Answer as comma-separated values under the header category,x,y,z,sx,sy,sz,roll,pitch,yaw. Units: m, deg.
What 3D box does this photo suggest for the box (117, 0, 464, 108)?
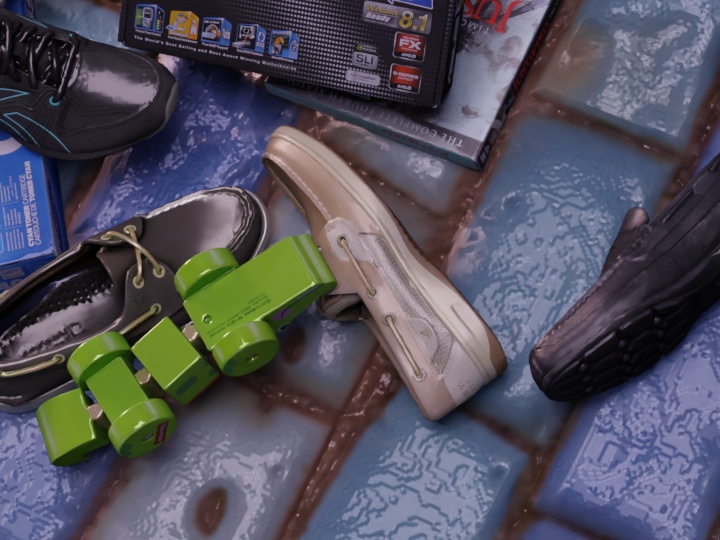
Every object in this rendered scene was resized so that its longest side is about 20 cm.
category,x,y,z,sx,sy,sz,roll,pitch,yaw
box,-0.035,-0.192,1.723,0.200,0.044,0.160,12,115,8

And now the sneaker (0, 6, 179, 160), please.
category,x,y,z,sx,sy,sz,roll,pitch,yaw
sneaker,-0.208,-0.116,1.742,0.200,0.079,0.075,8,70,10

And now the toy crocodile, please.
category,x,y,z,sx,sy,sz,roll,pitch,yaw
toy crocodile,-0.102,0.049,1.702,0.200,0.062,0.068,-37,66,4

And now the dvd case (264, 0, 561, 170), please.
category,x,y,z,sx,sy,sz,roll,pitch,yaw
dvd case,0.048,-0.172,1.795,0.146,0.022,0.200,22,76,17

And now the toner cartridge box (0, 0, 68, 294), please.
category,x,y,z,sx,sy,sz,roll,pitch,yaw
toner cartridge box,-0.237,-0.083,1.799,0.095,0.043,0.200,-13,67,5

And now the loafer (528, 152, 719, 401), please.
category,x,y,z,sx,sy,sz,roll,pitch,yaw
loafer,0.170,-0.002,1.686,0.201,0.068,0.070,-39,60,-11

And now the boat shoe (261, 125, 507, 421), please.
category,x,y,z,sx,sy,sz,roll,pitch,yaw
boat shoe,0.000,0.000,1.713,0.065,0.072,0.200,-39,73,-7

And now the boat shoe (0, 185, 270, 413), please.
category,x,y,z,sx,sy,sz,roll,pitch,yaw
boat shoe,-0.143,0.011,1.737,0.202,0.060,0.072,-33,68,-3

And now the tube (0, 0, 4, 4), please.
category,x,y,z,sx,sy,sz,roll,pitch,yaw
tube,-0.293,-0.205,1.824,0.200,0.058,0.052,22,105,42
